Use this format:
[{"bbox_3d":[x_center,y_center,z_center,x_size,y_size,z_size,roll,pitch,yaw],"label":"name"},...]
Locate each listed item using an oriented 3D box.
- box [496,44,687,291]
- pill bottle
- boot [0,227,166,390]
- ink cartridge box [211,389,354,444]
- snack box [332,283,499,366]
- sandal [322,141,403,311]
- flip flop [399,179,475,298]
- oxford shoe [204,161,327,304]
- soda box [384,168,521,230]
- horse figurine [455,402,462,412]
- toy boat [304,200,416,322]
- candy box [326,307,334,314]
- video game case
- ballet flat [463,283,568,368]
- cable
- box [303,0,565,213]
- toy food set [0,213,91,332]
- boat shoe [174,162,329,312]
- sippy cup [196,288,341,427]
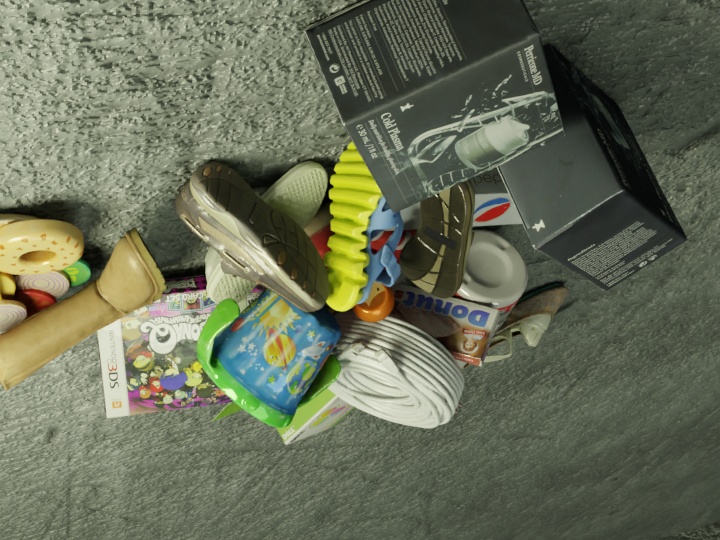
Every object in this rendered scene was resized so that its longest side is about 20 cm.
[{"bbox_3d":[0.239,-0.107,1.485,0.117,0.198,0.200,-33,151,22],"label":"box"},{"bbox_3d":[0.136,0.046,1.791,0.113,0.114,0.200,-9,151,-22],"label":"pill bottle"},{"bbox_3d":[-0.304,0.047,1.434,0.199,0.066,0.175,-30,165,-15],"label":"boot"},{"bbox_3d":[-0.084,0.177,1.870,0.199,0.076,0.148,-15,157,-48],"label":"ink cartridge box"},{"bbox_3d":[0.068,0.059,1.690,0.199,0.072,0.024,15,154,18],"label":"snack box"},{"bbox_3d":[0.012,-0.056,1.479,0.087,0.079,0.201,-1,110,-43],"label":"sandal"},{"bbox_3d":[0.095,-0.044,1.512,0.058,0.081,0.201,-45,156,-38],"label":"flip flop"},{"bbox_3d":[-0.111,-0.049,1.508,0.075,0.058,0.200,21,117,-39],"label":"oxford shoe"},{"bbox_3d":[0.113,-0.093,1.571,0.199,0.064,0.068,-3,148,-30],"label":"soda box"},{"bbox_3d":[0.045,0.115,1.822,0.050,0.132,0.200,-42,132,-5],"label":"horse figurine"},{"bbox_3d":[0.000,0.000,1.588,0.130,0.131,0.200,-36,150,27],"label":"toy boat"},{"bbox_3d":[-0.117,0.109,1.827,0.102,0.027,0.200,2,146,-45],"label":"candy box"},{"bbox_3d":[-0.211,0.088,1.610,0.199,0.036,0.182,-6,128,-11],"label":"video game case"},{"bbox_3d":[0.222,0.089,1.987,0.199,0.068,0.068,-26,154,9],"label":"ballet flat"},{"bbox_3d":[0.030,0.124,1.687,0.200,0.070,0.199,38,153,-30],"label":"cable"},{"bbox_3d":[0.077,-0.181,1.317,0.196,0.124,0.200,-26,153,5],"label":"box"},{"bbox_3d":[-0.382,0.008,1.420,0.199,0.049,0.198,-14,153,-15],"label":"toy food set"},{"bbox_3d":[-0.115,-0.029,1.444,0.073,0.075,0.200,-31,110,39],"label":"boat shoe"},{"bbox_3d":[-0.095,0.086,1.545,0.130,0.140,0.178,-50,172,8],"label":"sippy cup"}]
